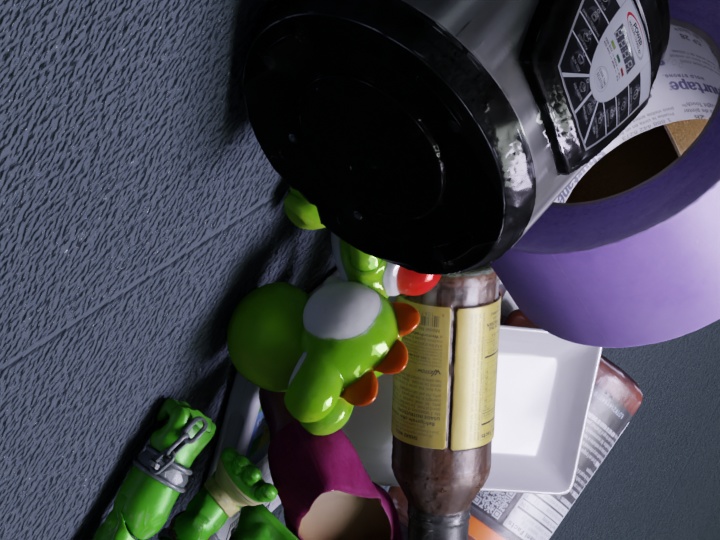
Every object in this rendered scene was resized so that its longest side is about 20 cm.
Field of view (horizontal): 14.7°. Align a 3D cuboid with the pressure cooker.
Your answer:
[{"bbox_3d":[0.058,-0.120,1.418,0.200,0.179,0.176,-47,178,-35],"label":"pressure cooker"}]

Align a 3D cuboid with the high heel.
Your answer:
[{"bbox_3d":[-0.011,0.154,1.644,0.067,0.096,0.200,-27,133,3],"label":"high heel"}]

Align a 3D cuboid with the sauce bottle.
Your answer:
[{"bbox_3d":[0.048,0.089,1.664,0.065,0.064,0.201,-27,124,-60],"label":"sauce bottle"}]

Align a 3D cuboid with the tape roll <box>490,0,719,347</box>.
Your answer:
[{"bbox_3d":[0.152,-0.061,1.536,0.200,0.200,0.085,-53,134,-20],"label":"tape roll"}]

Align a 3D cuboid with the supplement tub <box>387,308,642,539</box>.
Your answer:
[{"bbox_3d":[0.088,0.131,1.808,0.200,0.107,0.107,-54,163,-3],"label":"supplement tub"}]

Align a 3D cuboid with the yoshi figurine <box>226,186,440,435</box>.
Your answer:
[{"bbox_3d":[-0.014,-0.006,1.590,0.112,0.112,0.201,-15,-133,60],"label":"yoshi figurine"}]

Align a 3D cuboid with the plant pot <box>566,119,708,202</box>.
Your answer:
[{"bbox_3d":[0.224,-0.129,1.760,0.200,0.186,0.187,-33,155,-19],"label":"plant pot"}]

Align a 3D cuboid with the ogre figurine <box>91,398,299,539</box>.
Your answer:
[{"bbox_3d":[-0.094,0.175,1.615,0.120,0.098,0.200,-45,153,-12],"label":"ogre figurine"}]

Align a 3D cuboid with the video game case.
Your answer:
[{"bbox_3d":[-0.031,0.072,1.759,0.200,0.022,0.183,-40,155,-46],"label":"video game case"}]

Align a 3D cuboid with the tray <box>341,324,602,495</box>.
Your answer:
[{"bbox_3d":[0.048,0.080,1.710,0.199,0.022,0.108,5,103,-24],"label":"tray"}]

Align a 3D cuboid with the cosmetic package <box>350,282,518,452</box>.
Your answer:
[{"bbox_3d":[0.040,0.056,1.808,0.151,0.052,0.200,-57,163,3],"label":"cosmetic package"}]
